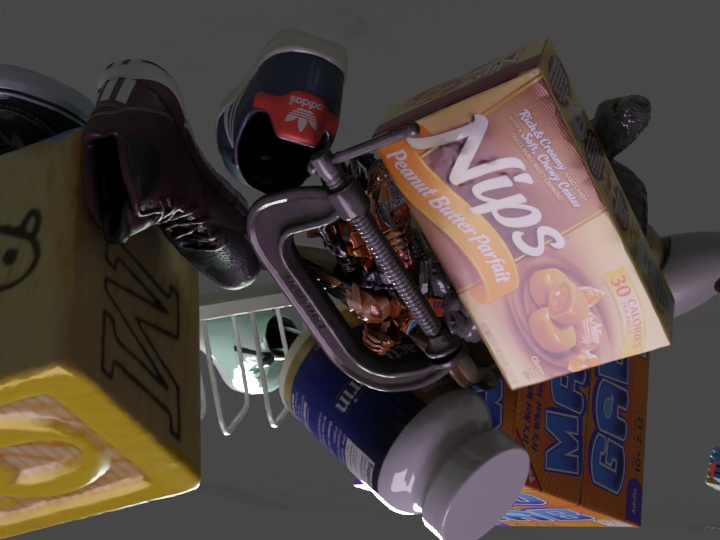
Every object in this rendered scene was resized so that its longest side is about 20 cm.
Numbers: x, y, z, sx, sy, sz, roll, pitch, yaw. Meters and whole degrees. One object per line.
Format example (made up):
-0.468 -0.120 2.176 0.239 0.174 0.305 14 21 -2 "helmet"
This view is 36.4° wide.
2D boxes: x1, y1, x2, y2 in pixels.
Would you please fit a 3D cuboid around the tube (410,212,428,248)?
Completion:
0.076 -0.025 0.912 0.198 0.052 0.058 11 -163 -15 "tube"

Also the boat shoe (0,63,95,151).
-0.226 -0.084 0.840 0.071 0.072 0.200 0 158 23 "boat shoe"

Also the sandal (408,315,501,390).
0.087 0.054 0.887 0.080 0.054 0.200 40 -176 11 "sandal"

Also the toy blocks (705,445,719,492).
0.536 0.281 1.486 0.136 0.101 0.200 8 164 36 "toy blocks"

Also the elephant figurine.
0.152 -0.023 0.782 0.199 0.143 0.155 -23 175 30 "elephant figurine"

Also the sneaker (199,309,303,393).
-0.105 0.101 1.270 0.117 0.074 0.201 7 158 25 "sneaker"

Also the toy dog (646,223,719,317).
0.276 0.014 0.849 0.131 0.097 0.199 22 156 -32 "toy dog"

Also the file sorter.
-0.127 0.085 1.042 0.198 0.126 0.139 -10 -175 6 "file sorter"

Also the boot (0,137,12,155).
-0.379 -0.082 0.900 0.210 0.080 0.157 25 154 -38 "boot"

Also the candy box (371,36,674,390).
0.106 -0.030 0.689 0.115 0.055 0.201 -20 112 27 "candy box"

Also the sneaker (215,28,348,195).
-0.064 -0.083 0.753 0.074 0.085 0.200 13 160 -11 "sneaker"

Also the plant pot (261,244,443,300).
0.000 0.000 0.957 0.198 0.028 0.200 9 -179 0 "plant pot"

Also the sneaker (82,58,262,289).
-0.141 -0.037 0.769 0.075 0.116 0.201 -13 126 23 "sneaker"

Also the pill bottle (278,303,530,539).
0.034 0.123 0.886 0.200 0.116 0.116 38 179 35 "pill bottle"

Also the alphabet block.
-0.237 0.053 0.798 0.194 0.201 0.197 -18 142 13 "alphabet block"

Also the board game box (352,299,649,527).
0.142 0.131 1.071 0.199 0.202 0.199 25 154 -38 "board game box"

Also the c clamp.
0.005 0.006 0.711 0.170 0.027 0.201 -6 125 38 "c clamp"

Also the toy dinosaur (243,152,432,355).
-0.002 -0.003 0.778 0.135 0.201 0.102 35 -143 31 "toy dinosaur"
